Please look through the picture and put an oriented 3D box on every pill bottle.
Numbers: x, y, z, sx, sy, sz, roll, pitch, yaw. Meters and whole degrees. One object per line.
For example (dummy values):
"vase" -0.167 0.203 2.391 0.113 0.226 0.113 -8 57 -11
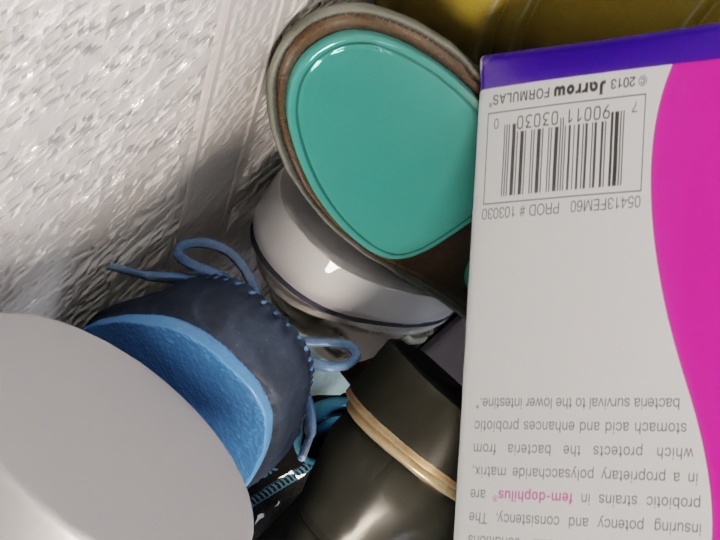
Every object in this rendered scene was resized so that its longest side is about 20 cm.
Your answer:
"pill bottle" -0.124 0.114 0.627 0.200 0.114 0.114 -51 168 22

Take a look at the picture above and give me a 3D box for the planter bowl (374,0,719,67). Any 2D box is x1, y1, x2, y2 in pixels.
"planter bowl" 0.102 -0.115 0.722 0.200 0.083 0.200 -43 169 -10

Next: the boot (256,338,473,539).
"boot" -0.004 0.097 0.769 0.138 0.077 0.200 -50 161 1

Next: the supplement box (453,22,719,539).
"supplement box" 0.096 0.041 0.657 0.103 0.200 0.101 12 170 -44

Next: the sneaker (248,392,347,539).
"sneaker" -0.015 0.095 1.047 0.082 0.073 0.200 -38 172 19

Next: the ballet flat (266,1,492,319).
"ballet flat" 0.032 -0.026 0.727 0.067 0.064 0.200 -35 129 15

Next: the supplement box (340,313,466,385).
"supplement box" 0.051 0.031 0.971 0.109 0.061 0.200 -41 -173 -1

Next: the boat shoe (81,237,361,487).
"boat shoe" -0.053 0.030 0.727 0.069 0.084 0.200 -41 -176 -22

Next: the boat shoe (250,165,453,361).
"boat shoe" 0.000 0.000 0.813 0.066 0.072 0.200 -47 174 16
